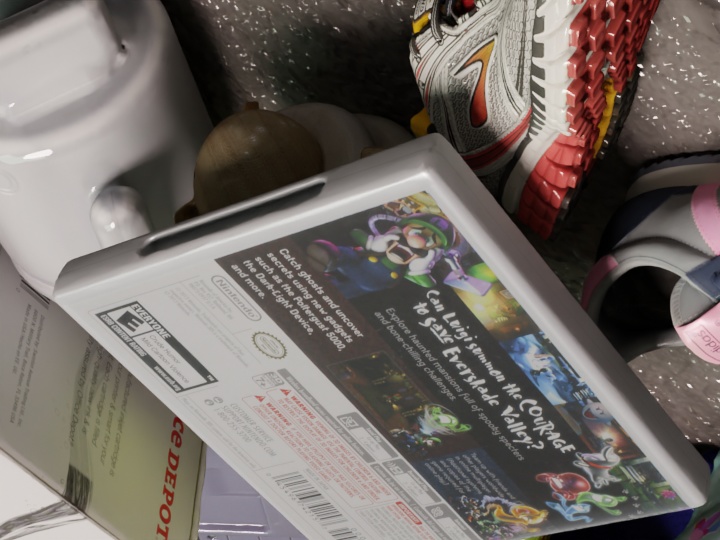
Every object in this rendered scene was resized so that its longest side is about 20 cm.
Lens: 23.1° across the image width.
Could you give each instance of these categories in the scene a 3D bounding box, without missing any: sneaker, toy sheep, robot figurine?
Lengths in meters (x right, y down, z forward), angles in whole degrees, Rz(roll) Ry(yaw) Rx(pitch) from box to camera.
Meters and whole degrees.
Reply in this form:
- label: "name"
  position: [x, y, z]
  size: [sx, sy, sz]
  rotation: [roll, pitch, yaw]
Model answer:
- label: "sneaker"
  position: [0.153, -0.003, 0.615]
  size: [0.070, 0.082, 0.200]
  rotation: [41, 153, -17]
- label: "toy sheep"
  position: [0.000, 0.000, 0.747]
  size: [0.137, 0.139, 0.200]
  rotation: [6, 150, 43]
- label: "sneaker"
  position: [0.052, -0.081, 0.601]
  size: [0.082, 0.078, 0.200]
  rotation: [29, 154, 11]
- label: "robot figurine"
  position: [-0.124, -0.057, 0.799]
  size: [0.201, 0.112, 0.170]
  rotation: [71, 176, -51]

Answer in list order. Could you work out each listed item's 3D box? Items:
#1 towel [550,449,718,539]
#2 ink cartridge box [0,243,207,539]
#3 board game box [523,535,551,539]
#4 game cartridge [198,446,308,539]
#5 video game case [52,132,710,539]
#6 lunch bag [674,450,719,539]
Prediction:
- label: "towel"
  position: [0.160, 0.204, 0.861]
  size: [0.049, 0.202, 0.148]
  rotation: [0, 157, -32]
- label: "ink cartridge box"
  position: [-0.169, 0.063, 0.873]
  size: [0.082, 0.148, 0.200]
  rotation: [-23, 131, 25]
- label: "board game box"
  position: [0.015, 0.055, 0.849]
  size: [0.199, 0.102, 0.048]
  rotation: [25, 152, 15]
- label: "game cartridge"
  position: [-0.048, 0.121, 1.061]
  size: [0.128, 0.039, 0.201]
  rotation: [4, 149, 8]
- label: "video game case"
  position: [0.010, 0.043, 0.678]
  size: [0.181, 0.023, 0.200]
  rotation: [-16, 130, 34]
- label: "lunch bag"
  position: [0.244, 0.145, 0.729]
  size: [0.200, 0.122, 0.170]
  rotation: [39, 153, 0]
